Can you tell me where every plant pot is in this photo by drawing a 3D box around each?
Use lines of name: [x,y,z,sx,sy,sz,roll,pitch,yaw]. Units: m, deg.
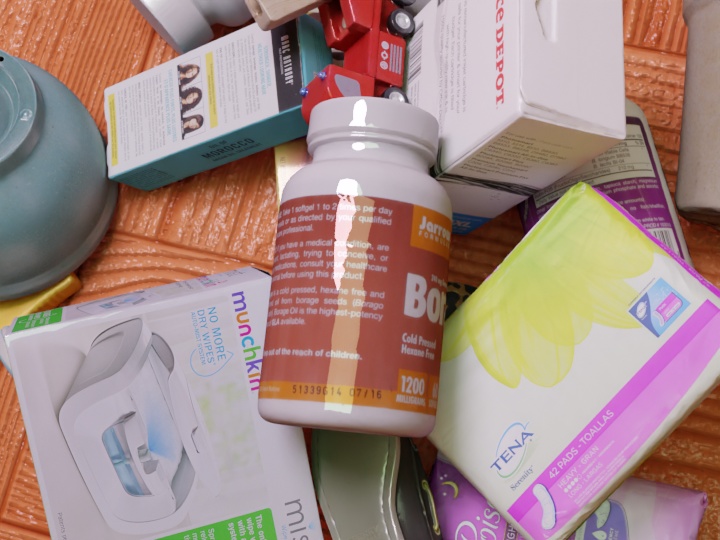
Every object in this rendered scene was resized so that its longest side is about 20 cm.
plant pot: [-0.299,-0.093,0.792,0.199,0.134,0.201,2,66,-5]
plant pot: [0.311,-0.118,0.728,0.199,0.200,0.184,12,90,10]

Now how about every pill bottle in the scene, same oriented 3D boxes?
pill bottle: [-0.102,-0.277,0.848,0.200,0.110,0.110,-43,75,-4]
pill bottle: [0.171,-0.060,0.758,0.112,0.112,0.201,-14,74,4]
pill bottle: [0.000,0.000,0.637,0.112,0.112,0.201,4,81,8]

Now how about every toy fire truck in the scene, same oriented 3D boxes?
toy fire truck: [-0.032,-0.195,0.729,0.140,0.049,0.201,15,69,-25]

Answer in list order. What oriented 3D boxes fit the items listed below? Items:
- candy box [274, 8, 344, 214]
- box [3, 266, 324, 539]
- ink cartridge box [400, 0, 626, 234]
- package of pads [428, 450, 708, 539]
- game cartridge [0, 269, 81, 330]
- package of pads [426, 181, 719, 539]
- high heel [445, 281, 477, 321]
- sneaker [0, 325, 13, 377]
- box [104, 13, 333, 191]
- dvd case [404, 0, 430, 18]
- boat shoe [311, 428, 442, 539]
candy box: [-0.012,-0.130,0.829,0.116,0.056,0.201,-5,77,6]
box: [-0.131,0.114,0.695,0.176,0.097,0.201,-12,98,-14]
ink cartridge box: [0.090,-0.126,0.702,0.084,0.200,0.147,11,71,-23]
package of pads: [0.136,0.194,0.719,0.199,0.076,0.121,12,75,10]
game cartridge: [-0.363,0.009,0.856,0.200,0.032,0.176,-38,75,-6]
package of pads: [0.133,0.061,0.658,0.155,0.068,0.200,45,102,21]
high heel: [0.044,0.105,0.752,0.142,0.071,0.201,-10,66,12]
sneaker: [-0.176,0.075,0.790,0.200,0.080,0.131,38,86,5]
box: [-0.115,-0.132,0.807,0.199,0.049,0.083,-15,73,28]
dvd case: [0.056,-0.284,0.820,0.200,0.018,0.143,45,73,-12]
boat shoe: [0.016,0.162,0.684,0.072,0.060,0.202,-25,60,29]
